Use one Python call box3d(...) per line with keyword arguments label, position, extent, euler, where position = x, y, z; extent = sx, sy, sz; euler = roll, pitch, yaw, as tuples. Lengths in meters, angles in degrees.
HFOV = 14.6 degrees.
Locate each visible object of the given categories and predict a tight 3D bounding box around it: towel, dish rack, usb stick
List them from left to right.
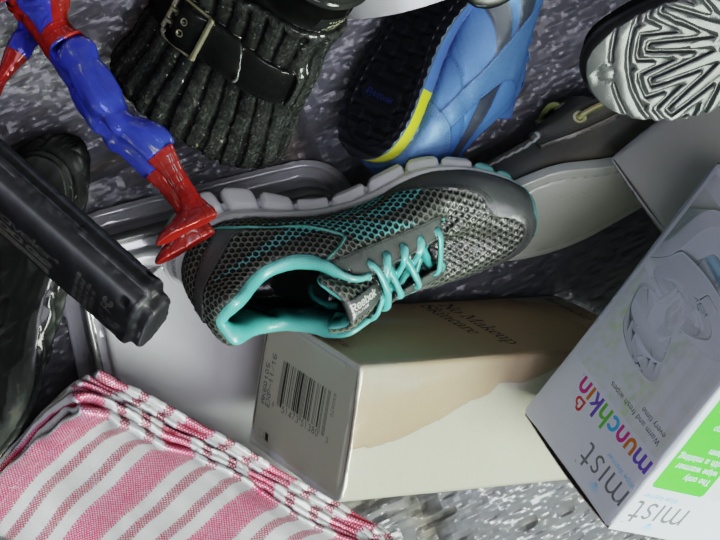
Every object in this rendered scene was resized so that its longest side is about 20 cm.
box3d(label="usb stick", position=(-0.176, -0.039, 1.421), extent=(0.200, 0.056, 0.033), euler=(41, 62, 7))
box3d(label="towel", position=(-0.100, 0.141, 1.518), extent=(0.199, 0.030, 0.146), euler=(30, 134, -15))
box3d(label="dish rack", position=(-0.068, 0.052, 1.539), extent=(0.170, 0.044, 0.201), euler=(-15, 114, -11))

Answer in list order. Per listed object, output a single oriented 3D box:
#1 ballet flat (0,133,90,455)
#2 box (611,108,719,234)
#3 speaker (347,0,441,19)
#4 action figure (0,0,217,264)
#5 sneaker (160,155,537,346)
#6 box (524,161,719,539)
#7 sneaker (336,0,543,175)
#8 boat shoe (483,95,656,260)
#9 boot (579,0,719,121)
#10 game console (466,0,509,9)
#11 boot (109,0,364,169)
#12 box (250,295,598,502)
box3d(label="ballet flat", position=(-0.182, 0.022, 1.492), extent=(0.066, 0.057, 0.201), euler=(27, 109, 12))
box3d(label="box", position=(0.216, -0.015, 1.535), extent=(0.082, 0.069, 0.200), euler=(-36, 141, 3))
box3d(label="speaker", position=(0.002, -0.231, 1.420), extent=(0.081, 0.081, 0.201), euler=(-17, 107, -9))
box3d(label="action figure", position=(-0.162, -0.088, 1.413), extent=(0.099, 0.065, 0.201), euler=(-27, 80, -13))
box3d(label="sneaker", position=(0.000, 0.000, 1.456), extent=(0.199, 0.091, 0.078), euler=(-11, 126, -8))
box3d(label="box", position=(0.217, 0.054, 1.478), extent=(0.199, 0.097, 0.177), euler=(15, 119, -45))
box3d(label="sneaker", position=(0.065, -0.133, 1.503), extent=(0.078, 0.066, 0.201), euler=(24, 99, -44))
box3d(label="boat shoe", position=(0.130, -0.065, 1.542), extent=(0.201, 0.061, 0.072), euler=(-21, 149, -6))
box3d(label="boot", position=(0.163, -0.159, 1.440), extent=(0.164, 0.200, 0.066), euler=(-16, 123, -7))
box3d(label="game console", position=(0.083, -0.266, 1.422), extent=(0.116, 0.176, 0.201), euler=(-16, 115, 23))
box3d(label="boot", position=(-0.090, -0.166, 1.429), extent=(0.079, 0.211, 0.158), euler=(-30, 164, -40))
box3d(label="box", position=(0.050, 0.067, 1.519), extent=(0.199, 0.095, 0.078), euler=(-3, 110, -37))
